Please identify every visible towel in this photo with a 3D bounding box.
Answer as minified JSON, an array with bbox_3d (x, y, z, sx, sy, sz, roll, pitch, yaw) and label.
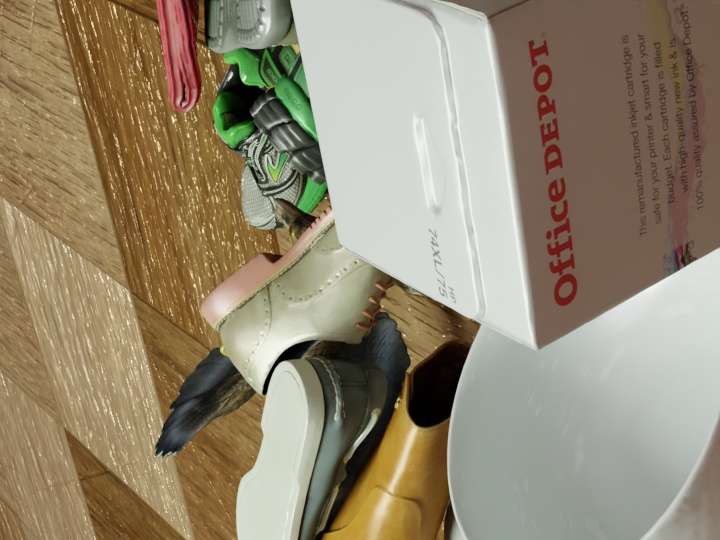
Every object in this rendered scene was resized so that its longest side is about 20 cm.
[{"bbox_3d":[-0.108,-0.215,1.038,0.145,0.022,0.201,90,179,-51],"label":"towel"}]

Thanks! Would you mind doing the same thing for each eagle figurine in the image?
[{"bbox_3d":[-0.041,0.056,1.090,0.152,0.150,0.201,-113,35,-58],"label":"eagle figurine"}]

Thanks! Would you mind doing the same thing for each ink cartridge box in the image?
[{"bbox_3d":[0.096,-0.089,0.728,0.146,0.199,0.147,28,137,50],"label":"ink cartridge box"}]

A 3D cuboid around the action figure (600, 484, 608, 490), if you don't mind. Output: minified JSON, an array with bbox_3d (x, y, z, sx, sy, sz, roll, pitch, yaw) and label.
[{"bbox_3d":[0.171,0.129,0.889,0.200,0.118,0.102,44,156,46],"label":"action figure"}]

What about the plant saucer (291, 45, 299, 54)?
[{"bbox_3d":[-0.002,-0.198,0.982,0.201,0.048,0.200,61,155,4],"label":"plant saucer"}]

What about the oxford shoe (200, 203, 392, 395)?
[{"bbox_3d":[0.000,0.000,0.973,0.200,0.071,0.074,-36,75,27],"label":"oxford shoe"}]

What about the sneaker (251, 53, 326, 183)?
[{"bbox_3d":[0.041,-0.087,0.846,0.085,0.200,0.078,-48,65,29],"label":"sneaker"}]

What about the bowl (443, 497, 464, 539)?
[{"bbox_3d":[0.105,0.202,1.009,0.202,0.090,0.201,57,-179,-2],"label":"bowl"}]

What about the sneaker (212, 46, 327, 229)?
[{"bbox_3d":[-0.068,-0.100,1.152,0.078,0.085,0.201,47,150,29],"label":"sneaker"}]

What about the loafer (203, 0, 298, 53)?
[{"bbox_3d":[-0.048,-0.160,0.969,0.200,0.069,0.076,-136,43,-68],"label":"loafer"}]

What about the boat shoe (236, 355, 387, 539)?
[{"bbox_3d":[-0.029,0.129,1.004,0.073,0.061,0.201,58,146,39],"label":"boat shoe"}]

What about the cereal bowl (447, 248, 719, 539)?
[{"bbox_3d":[0.133,0.068,0.802,0.083,0.201,0.200,26,170,-28],"label":"cereal bowl"}]

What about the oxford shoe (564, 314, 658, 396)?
[{"bbox_3d":[0.125,0.002,0.909,0.200,0.071,0.073,45,143,34],"label":"oxford shoe"}]

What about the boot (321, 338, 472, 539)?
[{"bbox_3d":[0.014,0.140,0.967,0.070,0.202,0.144,21,133,6],"label":"boot"}]
